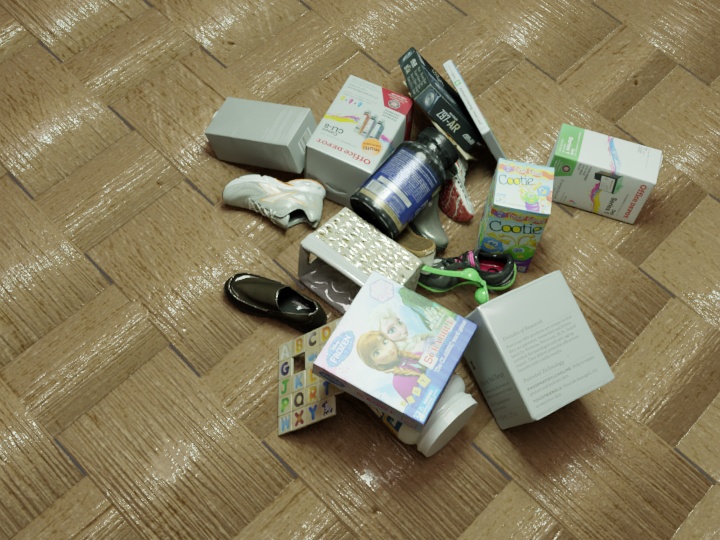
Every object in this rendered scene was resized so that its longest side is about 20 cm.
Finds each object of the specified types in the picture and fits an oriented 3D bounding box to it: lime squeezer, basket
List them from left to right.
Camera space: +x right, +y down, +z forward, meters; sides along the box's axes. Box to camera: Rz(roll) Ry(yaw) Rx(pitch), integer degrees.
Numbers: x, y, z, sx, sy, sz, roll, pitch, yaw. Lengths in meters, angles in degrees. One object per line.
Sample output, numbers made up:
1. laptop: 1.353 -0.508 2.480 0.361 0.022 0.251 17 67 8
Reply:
1. basket: 0.000 0.000 1.650 0.199 0.136 0.123 35 61 15
2. lime squeezer: 0.200 0.043 1.637 0.200 0.038 0.071 47 66 -14

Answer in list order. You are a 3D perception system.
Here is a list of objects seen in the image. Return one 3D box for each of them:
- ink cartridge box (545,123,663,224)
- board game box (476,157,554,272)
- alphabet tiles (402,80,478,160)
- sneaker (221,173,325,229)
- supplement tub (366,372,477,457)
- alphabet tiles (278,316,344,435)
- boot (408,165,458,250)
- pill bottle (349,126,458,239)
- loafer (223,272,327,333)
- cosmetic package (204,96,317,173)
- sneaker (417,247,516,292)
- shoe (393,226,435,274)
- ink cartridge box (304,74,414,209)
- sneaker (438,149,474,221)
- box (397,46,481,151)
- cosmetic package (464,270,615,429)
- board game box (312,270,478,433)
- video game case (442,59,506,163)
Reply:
1. ink cartridge box: 0.463 -0.186 1.781 0.198 0.145 0.084 17 61 6
2. board game box: 0.281 -0.097 1.686 0.104 0.201 0.104 10 59 3
3. alphabet tiles: 0.160 -0.295 1.818 0.006 0.166 0.200 -41 82 18
4. sneaker: -0.166 -0.125 1.750 0.198 0.076 0.093 2 64 -1
5. supplement tub: 0.083 0.196 1.535 0.144 0.145 0.200 -38 68 -22
6. alphabet tiles: -0.068 0.172 1.539 0.008 0.199 0.168 28 48 -40
7. boot: 0.137 -0.149 1.743 0.067 0.131 0.201 8 45 -51
8. pill bottle: 0.083 -0.161 1.665 0.112 0.112 0.200 39 77 18
9. loafer: -0.151 0.046 1.649 0.198 0.072 0.073 19 60 7
10. cosmetic package: -0.190 -0.265 1.790 0.199 0.090 0.107 12 58 28
11. sneaker: 0.190 -0.010 1.693 0.198 0.084 0.077 -3 51 -5
12. shoe: 0.075 -0.050 1.703 0.070 0.054 0.200 -27 33 -17
13. ink cartridge box: -0.003 -0.242 1.784 0.144 0.145 0.201 23 62 10
14. sneaker: 0.185 -0.190 1.806 0.082 0.078 0.201 -9 67 -23
15. box: 0.154 -0.341 1.813 0.043 0.160 0.201 -40 30 18
16. cosmetic package: 0.284 0.136 1.544 0.165 0.167 0.201 -24 81 -16
17. board game box: 0.057 0.125 1.466 0.198 0.041 0.201 27 61 11
18. video game case: 0.235 -0.297 1.808 0.022 0.200 0.183 -30 62 12
